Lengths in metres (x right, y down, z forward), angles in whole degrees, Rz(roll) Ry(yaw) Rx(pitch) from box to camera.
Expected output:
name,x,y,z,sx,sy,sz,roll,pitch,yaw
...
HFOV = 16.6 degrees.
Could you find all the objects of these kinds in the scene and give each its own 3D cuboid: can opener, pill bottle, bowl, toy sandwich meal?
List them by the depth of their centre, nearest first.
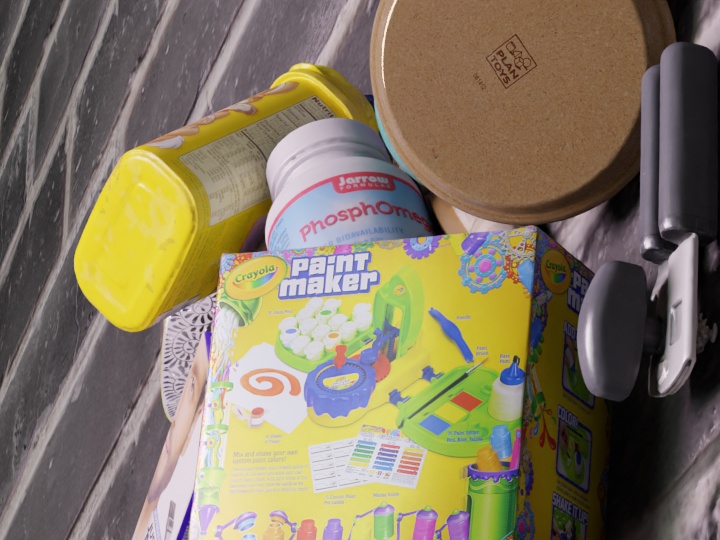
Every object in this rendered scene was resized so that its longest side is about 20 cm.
name,x,y,z,sx,sy,sz,roll,pitch,yaw
can opener,0.157,-0.028,1.294,0.053,0.066,0.201,132,150,-61
toy sandwich meal,0.099,-0.128,1.421,0.070,0.204,0.206,-18,-54,-67
pill bottle,0.000,0.000,1.573,0.201,0.108,0.109,-108,33,-41
bowl,-0.088,0.033,1.983,0.201,0.094,0.202,-169,90,-74

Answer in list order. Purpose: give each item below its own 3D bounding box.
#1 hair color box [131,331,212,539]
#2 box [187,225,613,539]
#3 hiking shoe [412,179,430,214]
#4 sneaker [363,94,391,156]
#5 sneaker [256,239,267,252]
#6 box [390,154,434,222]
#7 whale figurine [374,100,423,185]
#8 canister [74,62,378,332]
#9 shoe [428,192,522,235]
name,x,y,z,sx,sy,sz,roll,pitch,yaw
hair color box,-0.101,0.155,1.639,0.109,0.064,0.201,-104,32,-58
box,0.025,0.091,1.364,0.199,0.122,0.194,-4,70,29
hiking shoe,0.017,0.029,1.703,0.087,0.074,0.201,-116,30,-58
sneaker,0.001,-0.062,1.822,0.200,0.077,0.086,118,148,-62
sneaker,-0.050,0.045,1.718,0.200,0.075,0.100,101,-172,-50
box,0.020,-0.024,1.762,0.039,0.041,0.200,-97,25,-46
whale figurine,0.083,-0.135,1.509,0.200,0.103,0.160,-48,28,37
canister,-0.093,-0.050,1.704,0.200,0.087,0.149,-29,-24,-48
shoe,0.084,-0.006,1.543,0.200,0.053,0.070,-114,8,-68
